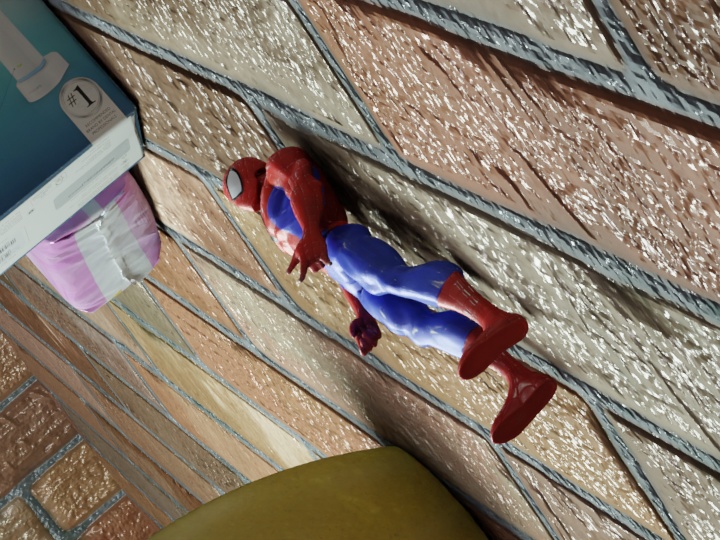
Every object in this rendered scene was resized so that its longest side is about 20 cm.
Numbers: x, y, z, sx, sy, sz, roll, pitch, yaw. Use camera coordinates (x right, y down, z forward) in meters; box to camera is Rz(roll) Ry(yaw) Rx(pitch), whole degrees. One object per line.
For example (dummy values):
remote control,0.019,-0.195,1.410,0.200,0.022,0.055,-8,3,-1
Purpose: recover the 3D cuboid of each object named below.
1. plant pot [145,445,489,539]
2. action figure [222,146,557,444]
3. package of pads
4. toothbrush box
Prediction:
plant pot,-0.002,0.180,1.393,0.200,0.142,0.200,48,168,13
action figure,0.000,0.000,1.056,0.200,0.052,0.066,42,170,46
package of pads,-0.208,-0.075,1.535,0.200,0.076,0.121,46,167,20
toothbrush box,-0.235,-0.100,1.379,0.200,0.146,0.085,47,168,10
